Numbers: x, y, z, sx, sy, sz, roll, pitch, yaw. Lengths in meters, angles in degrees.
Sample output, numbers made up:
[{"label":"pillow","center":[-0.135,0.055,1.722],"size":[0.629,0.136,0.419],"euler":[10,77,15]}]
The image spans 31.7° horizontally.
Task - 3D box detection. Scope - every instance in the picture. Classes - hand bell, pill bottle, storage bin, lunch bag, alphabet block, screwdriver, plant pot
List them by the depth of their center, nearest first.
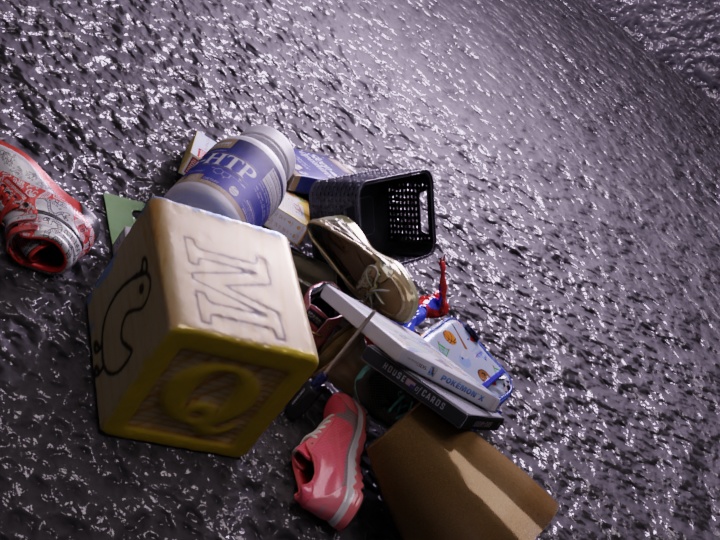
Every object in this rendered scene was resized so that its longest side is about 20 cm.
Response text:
[{"label":"alphabet block","center":[-0.187,0.069,1.463],"size":[0.194,0.196,0.201],"euler":[14,39,-31]},{"label":"plant pot","center":[0.102,0.263,1.516],"size":[0.200,0.186,0.186],"euler":[49,33,5]},{"label":"screwdriver","center":[-0.035,0.118,1.549],"size":[0.028,0.200,0.029],"euler":[28,37,-16]},{"label":"pill bottle","center":[-0.165,-0.105,1.648],"size":[0.119,0.120,0.200],"euler":[38,40,-3]},{"label":"hand bell","center":[0.028,0.174,1.680],"size":[0.200,0.104,0.104],"euler":[48,31,-12]},{"label":"lunch bag","center":[0.131,0.158,1.792],"size":[0.161,0.076,0.199],"euler":[49,34,9]},{"label":"storage bin","center":[0.021,-0.074,1.874],"size":[0.199,0.093,0.137],"euler":[-16,106,-52]}]

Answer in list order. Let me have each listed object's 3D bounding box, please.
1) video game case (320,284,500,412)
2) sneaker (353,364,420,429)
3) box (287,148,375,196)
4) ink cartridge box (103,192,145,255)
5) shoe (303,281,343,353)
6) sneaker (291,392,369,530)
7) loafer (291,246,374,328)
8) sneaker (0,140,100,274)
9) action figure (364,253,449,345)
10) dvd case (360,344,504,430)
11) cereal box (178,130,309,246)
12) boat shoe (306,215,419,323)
[{"label":"video game case","center":[0.061,0.096,1.589],"size":[0.181,0.022,0.200],"euler":[30,5,-37]},{"label":"sneaker","center":[0.073,0.194,1.616],"size":[0.200,0.078,0.091],"euler":[47,-15,-22]},{"label":"box","center":[-0.060,-0.146,1.956],"size":[0.198,0.033,0.121],"euler":[11,23,-43]},{"label":"ink cartridge box","center":[-0.252,-0.027,1.644],"size":[0.144,0.048,0.202],"euler":[15,43,-34]},{"label":"shoe","center":[-0.081,0.087,1.635],"size":[0.071,0.091,0.200],"euler":[35,32,1]},{"label":"sneaker","center":[-0.041,0.217,1.545],"size":[0.086,0.074,0.201],"euler":[25,36,-20]},{"label":"loafer","center":[-0.055,0.009,1.778],"size":[0.199,0.070,0.076],"euler":[32,33,-13]},{"label":"sneaker","center":[-0.412,-0.077,1.518],"size":[0.201,0.067,0.108],"euler":[37,30,-10]},{"label":"action figure","center":[0.072,0.038,1.798],"size":[0.199,0.064,0.100],"euler":[-23,108,-59]},{"label":"dvd case","center":[0.092,0.147,1.560],"size":[0.150,0.025,0.200],"euler":[34,4,20]},{"label":"cereal box","center":[-0.164,-0.119,1.812],"size":[0.199,0.040,0.144],"euler":[32,14,-12]},{"label":"boat shoe","center":[0.000,0.000,1.718],"size":[0.062,0.074,0.200],"euler":[-1,37,-50]}]
